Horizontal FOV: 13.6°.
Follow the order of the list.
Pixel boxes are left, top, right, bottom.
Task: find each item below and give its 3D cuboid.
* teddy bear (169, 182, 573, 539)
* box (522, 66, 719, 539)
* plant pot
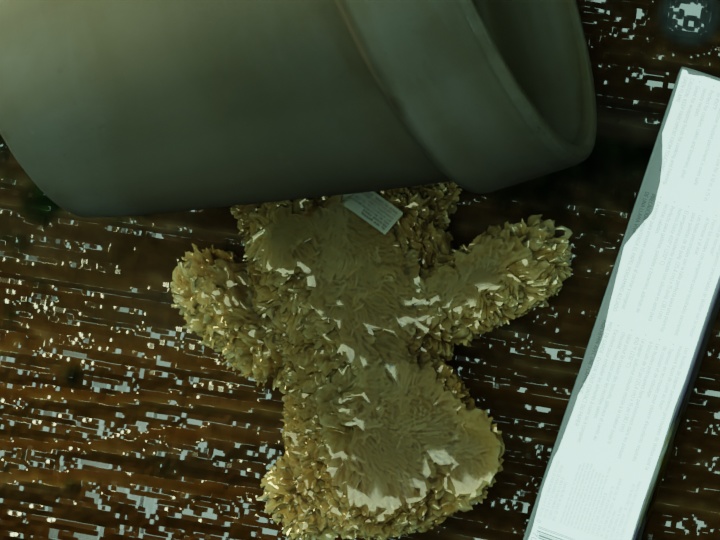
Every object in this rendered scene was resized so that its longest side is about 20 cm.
[{"bbox_3d":[0.000,0.000,1.090,0.144,0.067,0.201,-29,75,-1],"label":"teddy bear"},{"bbox_3d":[0.102,0.029,1.072,0.041,0.039,0.201,18,90,11],"label":"box"},{"bbox_3d":[-0.036,-0.102,1.005,0.173,0.200,0.201,-19,83,16],"label":"plant pot"}]
